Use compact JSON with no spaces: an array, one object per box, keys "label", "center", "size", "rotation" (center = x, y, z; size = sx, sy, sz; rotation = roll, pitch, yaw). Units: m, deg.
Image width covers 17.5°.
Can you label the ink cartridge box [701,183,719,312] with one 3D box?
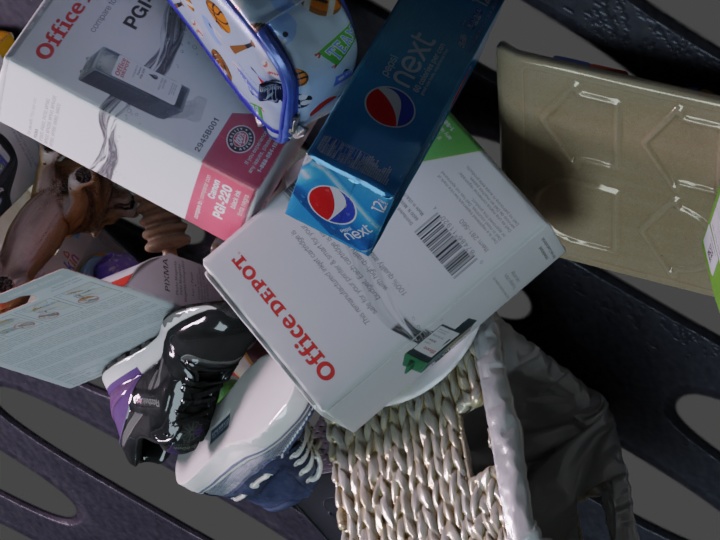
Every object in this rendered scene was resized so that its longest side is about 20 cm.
[{"label":"ink cartridge box","center":[0.308,-0.054,1.457],"size":[0.148,0.076,0.200],"rotation":[-2,142,-8]}]

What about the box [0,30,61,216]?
[{"label":"box","center":[-0.318,-0.078,1.783],"size":[0.041,0.200,0.119],"rotation":[18,144,40]}]

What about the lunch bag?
[{"label":"lunch bag","center":[-0.078,-0.179,1.541],"size":[0.200,0.076,0.160],"rotation":[55,166,11]}]

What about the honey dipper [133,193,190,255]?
[{"label":"honey dipper","center":[-0.137,0.033,1.829],"size":[0.038,0.038,0.200],"rotation":[-21,80,45]}]

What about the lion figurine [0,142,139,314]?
[{"label":"lion figurine","center":[-0.250,-0.022,1.798],"size":[0.072,0.200,0.123],"rotation":[37,153,10]}]

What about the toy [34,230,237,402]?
[{"label":"toy","center":[-0.171,0.034,1.895],"size":[0.047,0.115,0.200],"rotation":[-29,115,30]}]

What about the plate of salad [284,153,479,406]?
[{"label":"plate of salad","center":[0.000,0.000,1.699],"size":[0.200,0.048,0.200],"rotation":[-1,89,27]}]

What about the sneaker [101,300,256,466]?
[{"label":"sneaker","center":[-0.122,0.088,1.743],"size":[0.076,0.088,0.200],"rotation":[1,157,-30]}]

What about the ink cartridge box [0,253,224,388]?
[{"label":"ink cartridge box","center":[-0.216,0.026,1.729],"size":[0.162,0.057,0.200],"rotation":[-21,152,27]}]

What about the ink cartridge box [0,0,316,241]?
[{"label":"ink cartridge box","center":[-0.135,-0.132,1.643],"size":[0.200,0.146,0.085],"rotation":[27,149,4]}]

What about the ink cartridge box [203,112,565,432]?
[{"label":"ink cartridge box","center":[0.016,-0.009,1.605],"size":[0.146,0.200,0.084],"rotation":[51,-178,21]}]

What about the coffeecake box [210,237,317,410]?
[{"label":"coffeecake box","center":[-0.016,0.041,1.825],"size":[0.200,0.073,0.154],"rotation":[22,143,11]}]

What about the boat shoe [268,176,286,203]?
[{"label":"boat shoe","center":[-0.146,-0.111,1.727],"size":[0.200,0.075,0.093],"rotation":[22,143,21]}]

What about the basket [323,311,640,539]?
[{"label":"basket","center":[0.095,0.174,1.732],"size":[0.161,0.198,0.200],"rotation":[-26,142,24]}]

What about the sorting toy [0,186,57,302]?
[{"label":"sorting toy","center":[-0.340,-0.042,1.932],"size":[0.180,0.107,0.200],"rotation":[1,135,43]}]

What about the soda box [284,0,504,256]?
[{"label":"soda box","center":[0.024,-0.108,1.525],"size":[0.064,0.200,0.068],"rotation":[27,142,3]}]

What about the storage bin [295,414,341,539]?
[{"label":"storage bin","center":[0.049,0.198,1.947],"size":[0.135,0.094,0.200],"rotation":[-14,124,42]}]

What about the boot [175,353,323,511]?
[{"label":"boot","center":[-0.057,0.122,1.747],"size":[0.090,0.073,0.200],"rotation":[20,151,-21]}]

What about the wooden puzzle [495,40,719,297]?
[{"label":"wooden puzzle","center":[0.188,-0.070,1.595],"size":[0.200,0.046,0.185],"rotation":[19,141,22]}]
